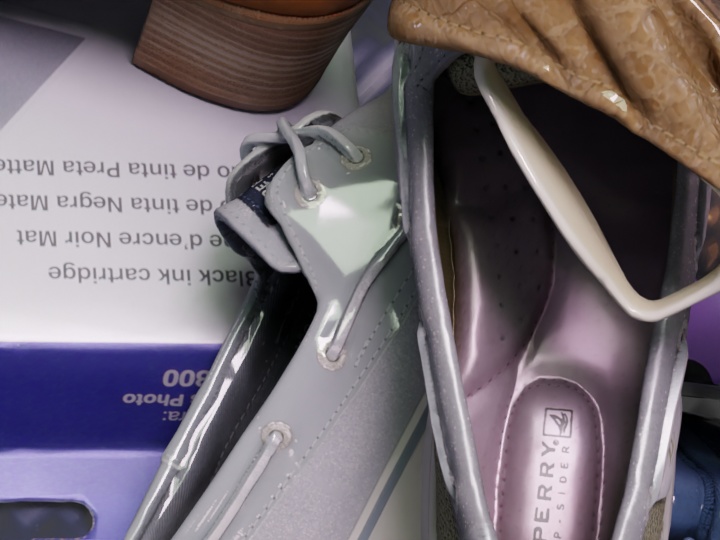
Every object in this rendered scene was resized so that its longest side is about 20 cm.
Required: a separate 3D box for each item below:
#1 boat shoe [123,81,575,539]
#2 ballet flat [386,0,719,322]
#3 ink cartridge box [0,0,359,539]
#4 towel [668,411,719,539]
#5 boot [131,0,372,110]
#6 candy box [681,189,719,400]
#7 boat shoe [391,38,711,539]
[{"bbox_3d":[0.000,0.000,0.697,0.071,0.070,0.202,24,86,-20],"label":"boat shoe"},{"bbox_3d":[0.086,-0.011,0.592,0.200,0.072,0.068,38,17,1],"label":"ballet flat"},{"bbox_3d":[-0.094,-0.012,0.749,0.199,0.041,0.201,0,62,-14],"label":"ink cartridge box"},{"bbox_3d":[0.147,0.077,0.726,0.199,0.112,0.049,10,99,-7],"label":"towel"},{"bbox_3d":[-0.078,-0.121,0.698,0.199,0.155,0.074,14,58,-6],"label":"boot"},{"bbox_3d":[0.131,-0.048,0.700,0.071,0.199,0.169,14,84,-44],"label":"candy box"},{"bbox_3d":[0.042,-0.018,0.640,0.074,0.065,0.203,4,83,0],"label":"boat shoe"}]
